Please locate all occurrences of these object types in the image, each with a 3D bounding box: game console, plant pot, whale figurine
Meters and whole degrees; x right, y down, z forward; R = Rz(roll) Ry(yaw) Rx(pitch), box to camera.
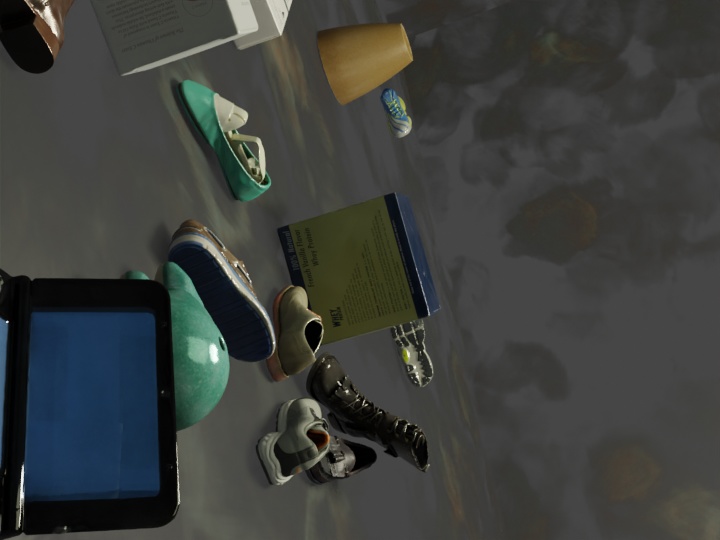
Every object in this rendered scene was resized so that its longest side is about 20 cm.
[{"bbox_3d":[-0.218,0.069,0.668,0.176,0.116,0.201,56,21,-57],"label":"game console"},{"bbox_3d":[0.019,-0.520,2.360,0.186,0.199,0.187,-16,90,-78],"label":"plant pot"},{"bbox_3d":[-0.171,0.062,0.922,0.200,0.103,0.160,-84,154,-62],"label":"whale figurine"}]

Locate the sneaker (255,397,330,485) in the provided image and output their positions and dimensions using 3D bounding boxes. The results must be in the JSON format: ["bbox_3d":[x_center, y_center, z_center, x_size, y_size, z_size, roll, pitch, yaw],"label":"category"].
[{"bbox_3d":[-0.070,0.214,1.249,0.200,0.079,0.074,-59,130,-76],"label":"sneaker"}]

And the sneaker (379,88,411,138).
[{"bbox_3d":[0.099,-0.497,3.037,0.105,0.076,0.200,49,18,-37],"label":"sneaker"}]

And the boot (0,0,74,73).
[{"bbox_3d":[-0.308,-0.307,0.888,0.187,0.064,0.201,80,7,-45],"label":"boot"}]

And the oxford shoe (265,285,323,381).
[{"bbox_3d":[-0.083,0.082,1.372,0.200,0.073,0.071,-88,158,-57],"label":"oxford shoe"}]

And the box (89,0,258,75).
[{"bbox_3d":[-0.226,-0.342,1.099,0.106,0.152,0.201,-68,141,-72],"label":"box"}]

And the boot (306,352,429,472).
[{"bbox_3d":[0.020,0.210,1.439,0.069,0.174,0.200,-52,141,-23],"label":"boot"}]

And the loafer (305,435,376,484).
[{"bbox_3d":[-0.029,0.266,1.401,0.200,0.063,0.072,36,40,-71],"label":"loafer"}]

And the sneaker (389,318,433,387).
[{"bbox_3d":[0.107,0.166,2.199,0.080,0.077,0.201,154,-76,-82],"label":"sneaker"}]

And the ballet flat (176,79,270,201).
[{"bbox_3d":[-0.175,-0.182,1.319,0.068,0.070,0.200,-91,160,-51],"label":"ballet flat"}]

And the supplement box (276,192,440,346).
[{"bbox_3d":[0.000,0.000,1.560,0.134,0.199,0.201,-5,79,-78],"label":"supplement box"}]

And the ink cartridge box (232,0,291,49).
[{"bbox_3d":[-0.185,-0.480,1.638,0.200,0.084,0.145,-87,158,-58],"label":"ink cartridge box"}]

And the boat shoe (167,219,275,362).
[{"bbox_3d":[-0.153,0.022,1.138,0.073,0.072,0.200,-93,162,-52],"label":"boat shoe"}]
